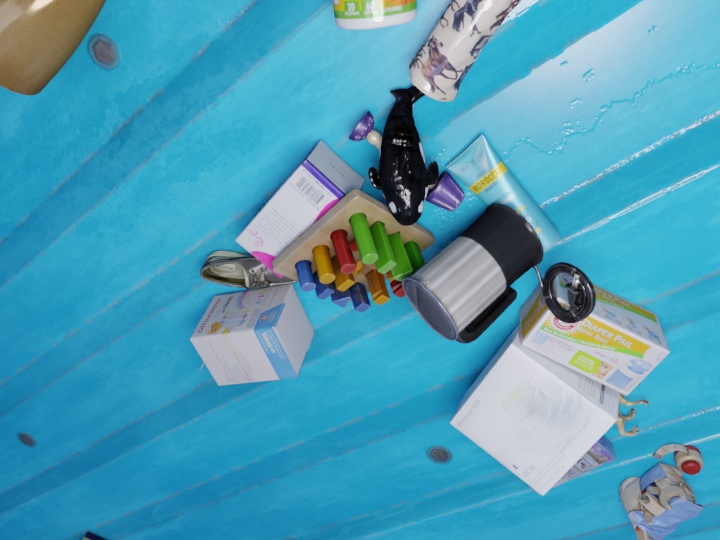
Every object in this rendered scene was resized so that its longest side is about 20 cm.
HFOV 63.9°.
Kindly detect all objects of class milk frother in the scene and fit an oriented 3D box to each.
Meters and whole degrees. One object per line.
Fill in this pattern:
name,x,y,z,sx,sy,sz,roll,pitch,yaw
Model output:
milk frother,0.202,0.032,0.844,0.188,0.200,0.181,-40,116,-14

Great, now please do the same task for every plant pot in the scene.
plant pot,-0.469,-0.390,0.838,0.199,0.187,0.187,-29,111,13

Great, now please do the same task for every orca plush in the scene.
orca plush,0.073,-0.168,0.830,0.104,0.071,0.201,13,91,-7

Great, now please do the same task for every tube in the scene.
tube,0.226,-0.112,0.896,0.200,0.050,0.077,45,122,-9

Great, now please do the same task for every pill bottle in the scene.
pill bottle,0.011,-0.417,0.723,0.110,0.111,0.201,1,121,14

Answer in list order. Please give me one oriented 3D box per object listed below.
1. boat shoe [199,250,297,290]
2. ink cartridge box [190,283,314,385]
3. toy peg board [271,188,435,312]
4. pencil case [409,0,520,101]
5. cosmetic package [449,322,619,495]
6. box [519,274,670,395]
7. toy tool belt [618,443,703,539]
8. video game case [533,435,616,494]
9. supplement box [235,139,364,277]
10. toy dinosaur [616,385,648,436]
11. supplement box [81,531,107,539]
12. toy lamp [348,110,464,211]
boat shoe,-0.198,0.006,1.059,0.199,0.066,0.072,4,121,12
ink cartridge box,-0.211,0.124,1.092,0.199,0.129,0.126,-9,123,18
toy peg board,0.000,0.000,0.926,0.199,0.098,0.199,-38,139,27
pencil case,0.147,-0.325,0.767,0.078,0.089,0.200,48,124,17
cosmetic package,0.298,0.233,0.998,0.200,0.123,0.200,36,118,13
box,0.376,0.096,0.947,0.199,0.102,0.113,25,124,-2
toy tool belt,0.582,0.437,1.088,0.124,0.123,0.201,24,123,-1
video game case,0.357,0.330,1.127,0.200,0.046,0.181,43,121,-13
supplement box,-0.099,-0.098,0.951,0.101,0.104,0.200,41,120,-13
toy dinosaur,0.451,0.257,1.052,0.101,0.058,0.201,21,104,5
supplement box,-0.805,0.928,1.692,0.134,0.200,0.201,22,123,0
toy lamp,0.076,-0.165,0.895,0.200,0.058,0.058,38,122,-7
